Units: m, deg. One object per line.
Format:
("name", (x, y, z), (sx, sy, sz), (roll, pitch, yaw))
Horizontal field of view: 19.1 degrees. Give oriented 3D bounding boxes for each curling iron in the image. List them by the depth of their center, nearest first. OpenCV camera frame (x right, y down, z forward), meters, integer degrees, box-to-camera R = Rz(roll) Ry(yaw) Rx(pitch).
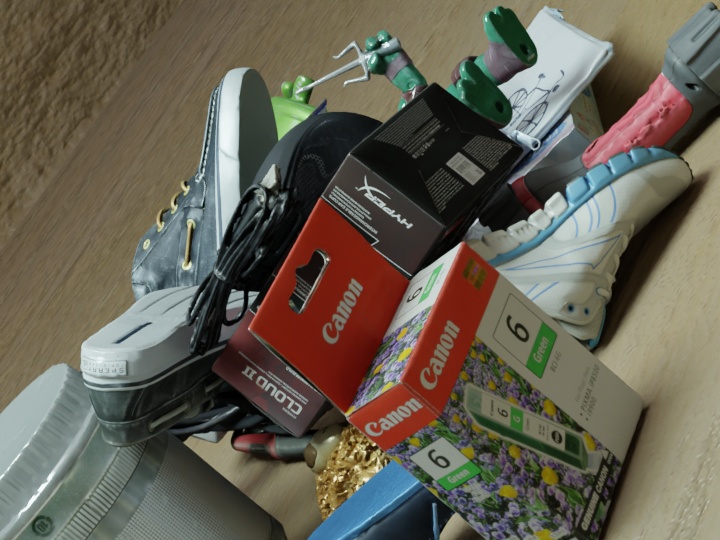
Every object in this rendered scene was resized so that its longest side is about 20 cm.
("curling iron", (-0.051, 0.116, 1.546), (0.050, 0.026, 0.200), (-55, 16, -13))

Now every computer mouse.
("computer mouse", (-0.047, -0.046, 1.307), (0.200, 0.053, 0.139), (-46, -9, -52))

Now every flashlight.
("flashlight", (0.164, -0.082, 1.342), (0.200, 0.068, 0.068), (-46, 14, 14))

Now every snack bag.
("snack bag", (0.092, -0.104, 1.524), (0.200, 0.021, 0.189), (-48, 16, 5))

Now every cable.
("cable", (-0.120, 0.084, 1.466), (0.163, 0.199, 0.051), (106, 163, -71))

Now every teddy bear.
("teddy bear", (0.025, 0.079, 1.341), (0.200, 0.067, 0.145), (-52, 12, -15))

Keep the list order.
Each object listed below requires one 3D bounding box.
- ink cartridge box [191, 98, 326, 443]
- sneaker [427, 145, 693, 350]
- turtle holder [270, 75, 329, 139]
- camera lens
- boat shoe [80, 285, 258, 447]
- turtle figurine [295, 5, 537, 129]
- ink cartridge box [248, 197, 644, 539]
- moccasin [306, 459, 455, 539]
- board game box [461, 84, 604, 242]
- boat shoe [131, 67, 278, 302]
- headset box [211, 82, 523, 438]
("ink cartridge box", (-0.083, -0.005, 1.629), (0.198, 0.047, 0.201), (-50, -34, -50))
("sneaker", (0.126, 0.003, 1.258), (0.199, 0.087, 0.075), (-33, -22, -18))
("turtle holder", (-0.039, -0.079, 1.794), (0.185, 0.140, 0.132), (18, 84, 65))
("camera lens", (-0.156, 0.177, 1.354), (0.160, 0.200, 0.160), (-45, 16, 16))
("boat shoe", (-0.117, 0.058, 1.336), (0.072, 0.071, 0.200), (7, 15, 25))
("turtle figurine", (0.030, -0.095, 1.454), (0.200, 0.100, 0.150), (-31, 42, 42))
("ink cartridge box", (0.047, 0.050, 1.081), (0.050, 0.200, 0.109), (-35, 20, 43))
("moccasin", (0.006, 0.166, 1.182), (0.200, 0.068, 0.081), (-43, 8, 16))
("board game box", (0.089, -0.058, 1.544), (0.200, 0.043, 0.199), (-44, 16, 18))
("boat shoe", (-0.109, -0.037, 1.460), (0.090, 0.202, 0.071), (0, -1, 22))
("headset box", (0.000, 0.000, 1.315), (0.200, 0.075, 0.149), (-56, -6, 31))
